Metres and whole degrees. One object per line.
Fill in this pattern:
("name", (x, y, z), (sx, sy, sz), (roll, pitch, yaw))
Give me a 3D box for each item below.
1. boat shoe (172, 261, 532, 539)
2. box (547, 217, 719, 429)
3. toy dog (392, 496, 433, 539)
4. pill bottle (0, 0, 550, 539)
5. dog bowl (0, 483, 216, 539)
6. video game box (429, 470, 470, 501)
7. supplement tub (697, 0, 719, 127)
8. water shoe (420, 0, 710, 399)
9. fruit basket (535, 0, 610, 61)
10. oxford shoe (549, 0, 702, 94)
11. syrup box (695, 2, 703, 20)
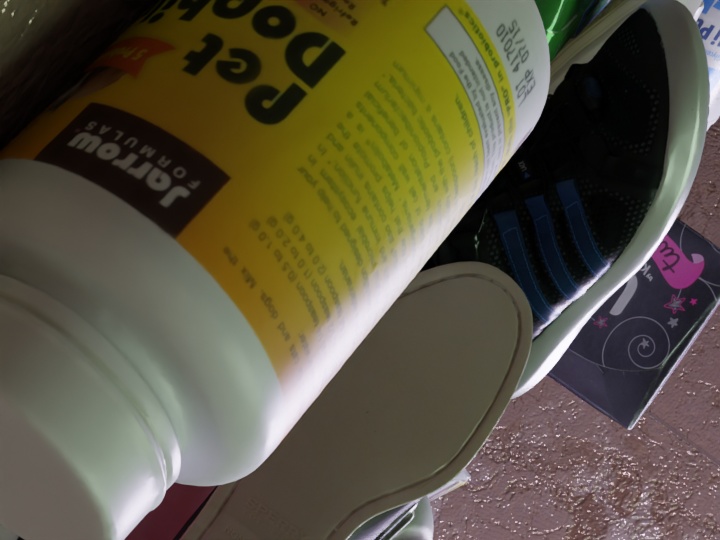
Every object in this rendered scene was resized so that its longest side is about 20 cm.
("boat shoe", (-0.014, 0.077, 0.709), (0.200, 0.073, 0.063), (-49, 178, -7))
("box", (0.130, -0.007, 1.226), (0.133, 0.199, 0.115), (-55, 173, 3))
("toy dog", (-0.047, 0.121, 0.775), (0.200, 0.132, 0.097), (-37, 147, -18))
("pill bottle", (-0.038, -0.018, 0.531), (0.200, 0.109, 0.109), (-50, 171, -30))
("dog bowl", (-0.099, 0.073, 0.678), (0.201, 0.074, 0.200), (-53, 171, -11))
("video game box", (-0.044, 0.132, 0.957), (0.199, 0.047, 0.182), (-27, 169, 2))
("supplement tub", (0.222, -0.197, 1.235), (0.201, 0.131, 0.132), (-61, 170, 30))
("water shoe", (0.062, -0.020, 0.723), (0.072, 0.078, 0.201), (-104, -148, -44))
("fruit basket", (0.053, -0.104, 0.751), (0.185, 0.093, 0.201), (-46, 166, -47))
("oxford shoe", (0.099, -0.076, 0.803), (0.200, 0.058, 0.075), (-47, -172, 7))
("syrup box", (0.115, -0.117, 1.041), (0.078, 0.082, 0.200), (-22, 163, -13))
